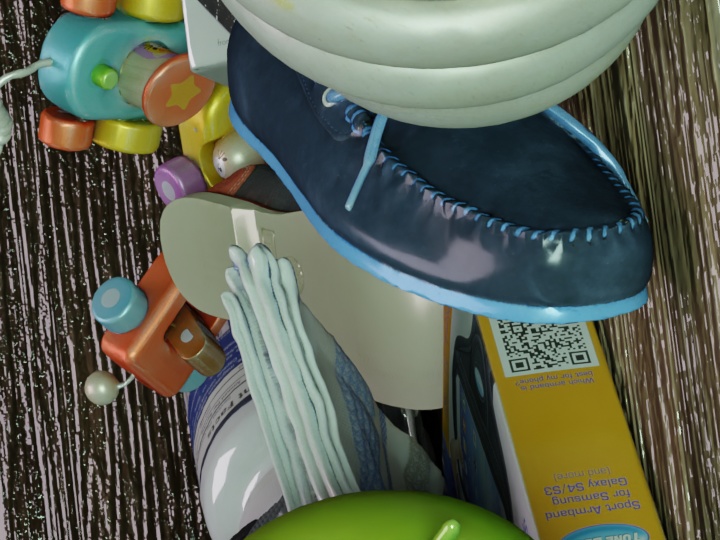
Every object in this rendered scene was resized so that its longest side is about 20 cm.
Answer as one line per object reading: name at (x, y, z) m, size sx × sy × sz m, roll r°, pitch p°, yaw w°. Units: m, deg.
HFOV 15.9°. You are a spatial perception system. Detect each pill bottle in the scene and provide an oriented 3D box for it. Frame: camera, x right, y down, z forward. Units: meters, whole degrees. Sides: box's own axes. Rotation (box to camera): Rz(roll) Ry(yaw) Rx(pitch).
pill bottle at (-0.023, 0.085, 1.206) m, size 0.200 × 0.110 × 0.112 m, roll -109°, pitch 14°, yaw -65°

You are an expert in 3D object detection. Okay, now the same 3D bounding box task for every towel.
towel at (0.016, 0.094, 0.816) m, size 0.200 × 0.024 × 0.147 m, roll 55°, pitch -168°, yaw -51°

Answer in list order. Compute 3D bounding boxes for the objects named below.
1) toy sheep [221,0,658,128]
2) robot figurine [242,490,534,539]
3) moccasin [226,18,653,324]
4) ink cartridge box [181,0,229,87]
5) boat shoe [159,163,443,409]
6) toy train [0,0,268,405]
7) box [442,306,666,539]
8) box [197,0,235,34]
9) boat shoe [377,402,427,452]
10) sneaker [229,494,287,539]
toy sheep at (0.016, -0.099, 0.576) m, size 0.200 × 0.137 × 0.139 m, roll 73°, pitch -173°, yaw -65°
robot figurine at (0.018, 0.140, 0.657) m, size 0.116 × 0.174 × 0.201 m, roll -83°, pitch -24°, yaw -52°
moccasin at (0.011, -0.047, 0.712) m, size 0.200 × 0.080 × 0.069 m, roll 36°, pitch 125°, yaw 50°
ink cartridge box at (-0.030, -0.174, 1.037) m, size 0.116 × 0.067 × 0.202 m, roll 18°, pitch -117°, yaw -70°
boat shoe at (0.000, 0.000, 0.974) m, size 0.199 × 0.062 × 0.072 m, roll 18°, pitch 118°, yaw 52°
toy train at (-0.084, -0.029, 1.059) m, size 0.055 × 0.151 × 0.200 m, roll 28°, pitch 164°, yaw 39°
box at (0.058, 0.082, 0.780) m, size 0.201 × 0.041 × 0.120 m, roll -100°, pitch 7°, yaw -51°
box at (-0.010, -0.149, 0.819) m, size 0.158 × 0.048 × 0.201 m, roll 49°, pitch 148°, yaw 38°
boat shoe at (0.006, 0.027, 1.078) m, size 0.074 × 0.068 × 0.201 m, roll 93°, pitch 175°, yaw -59°
sneaker at (0.006, 0.135, 0.964) m, size 0.075 × 0.115 × 0.200 m, roll -57°, pitch 5°, yaw -17°
